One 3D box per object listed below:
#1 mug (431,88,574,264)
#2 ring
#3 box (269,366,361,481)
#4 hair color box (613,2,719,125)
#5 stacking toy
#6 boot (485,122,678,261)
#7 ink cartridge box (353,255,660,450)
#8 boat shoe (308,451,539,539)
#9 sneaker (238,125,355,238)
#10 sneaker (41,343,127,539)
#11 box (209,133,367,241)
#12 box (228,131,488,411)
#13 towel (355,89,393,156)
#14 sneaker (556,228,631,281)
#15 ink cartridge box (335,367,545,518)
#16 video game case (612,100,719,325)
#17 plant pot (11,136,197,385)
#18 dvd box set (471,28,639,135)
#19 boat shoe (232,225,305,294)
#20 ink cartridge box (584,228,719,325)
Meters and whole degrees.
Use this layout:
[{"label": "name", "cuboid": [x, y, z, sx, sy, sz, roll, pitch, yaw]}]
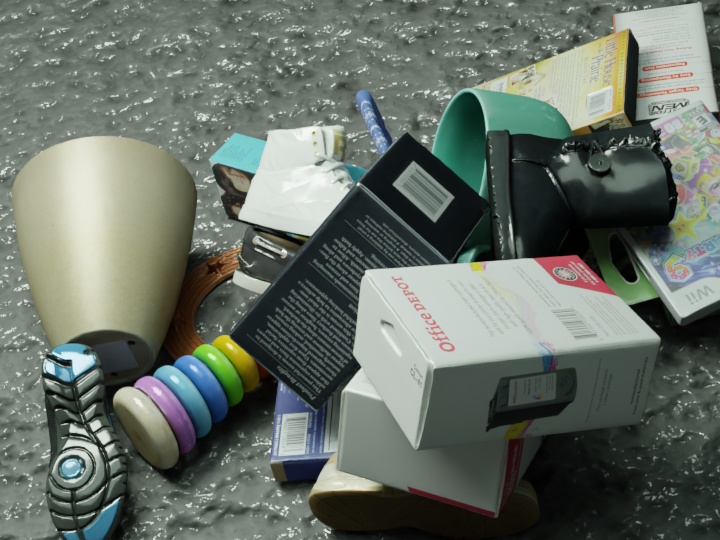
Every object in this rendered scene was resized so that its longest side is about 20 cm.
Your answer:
[{"label": "mug", "cuboid": [0.142, -0.081, 1.735, 0.114, 0.186, 0.152, 6, 24, -19]}, {"label": "ring", "cuboid": [-0.104, 0.034, 1.763, 0.200, 0.019, 0.201, -9, 41, 7]}, {"label": "box", "cuboid": [0.022, 0.132, 1.603, 0.199, 0.032, 0.121, -6, 41, 9]}, {"label": "hair color box", "cuboid": [0.324, -0.200, 1.876, 0.101, 0.061, 0.200, -6, 40, 11]}, {"label": "stacking toy", "cuboid": [-0.127, 0.098, 1.646, 0.200, 0.086, 0.085, -34, 44, -23]}, {"label": "boot", "cuboid": [0.199, -0.051, 1.570, 0.167, 0.077, 0.201, -1, 51, 2]}, {"label": "ink cartridge box", "cuboid": [0.112, 0.061, 1.399, 0.199, 0.086, 0.148, -5, 31, -21]}, {"label": "boat shoe", "cuboid": [0.056, 0.180, 1.507, 0.199, 0.074, 0.069, 2, 45, 15]}, {"label": "sneaker", "cuboid": [-0.024, -0.084, 1.713, 0.199, 0.074, 0.116, 15, 88, 32]}, {"label": "sneaker", "cuboid": [-0.249, 0.168, 1.617, 0.073, 0.082, 0.201, -5, 59, -5]}, {"label": "box", "cuboid": [-0.058, -0.076, 1.826, 0.200, 0.082, 0.049, 17, 50, 32]}, {"label": "box", "cuboid": [0.000, 0.000, 1.562, 0.107, 0.200, 0.148, 41, 28, -1]}, {"label": "towel", "cuboid": [0.048, -0.077, 1.749, 0.024, 0.145, 0.200, -24, 42, 2]}, {"label": "sneaker", "cuboid": [0.225, -0.038, 1.697, 0.077, 0.089, 0.200, 8, 45, 24]}, {"label": "ink cartridge box", "cuboid": [0.085, 0.106, 1.491, 0.144, 0.085, 0.200, 15, 29, 18]}, {"label": "video game case", "cuboid": [0.304, -0.056, 1.628, 0.143, 0.018, 0.200, -25, 58, -9]}, {"label": "plant pot", "cuboid": [-0.248, 0.005, 1.733, 0.187, 0.188, 0.200, -11, 52, 4]}, {"label": "dvd box set", "cuboid": [0.194, -0.169, 1.850, 0.199, 0.029, 0.147, -19, 37, 26]}, {"label": "boat shoe", "cuboid": [-0.023, 0.006, 1.703, 0.199, 0.061, 0.074, 15, 12, 11]}, {"label": "ink cartridge box", "cuboid": [0.317, -0.015, 1.647, 0.199, 0.059, 0.104, -15, 57, -2]}]
